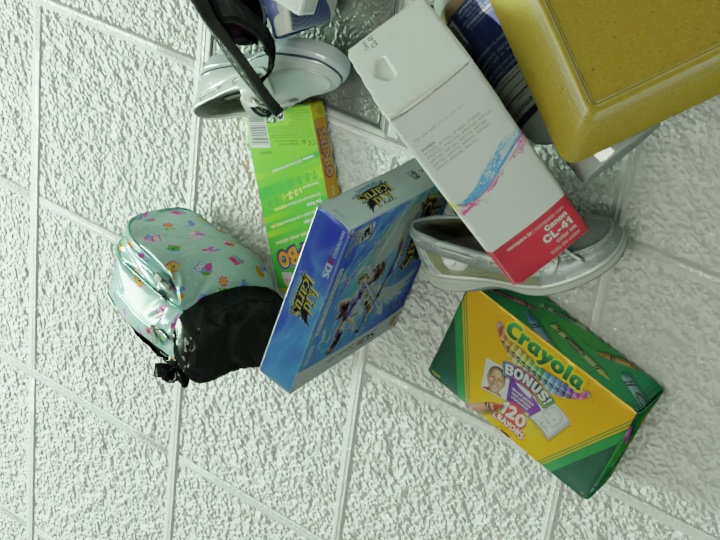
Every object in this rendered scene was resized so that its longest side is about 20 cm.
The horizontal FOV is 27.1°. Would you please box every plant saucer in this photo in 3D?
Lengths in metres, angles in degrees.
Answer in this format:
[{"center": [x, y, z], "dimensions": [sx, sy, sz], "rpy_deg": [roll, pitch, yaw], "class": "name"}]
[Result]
[{"center": [0.210, -0.214, 1.169], "dimensions": [0.198, 0.048, 0.202], "rpy_deg": [-25, 94, 4], "class": "plant saucer"}]

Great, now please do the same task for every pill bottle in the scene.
[{"center": [0.160, -0.178, 1.258], "dimensions": [0.201, 0.111, 0.111], "rpy_deg": [54, 132, 6], "class": "pill bottle"}]

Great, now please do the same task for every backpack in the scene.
[{"center": [-0.181, 0.024, 1.605], "dimensions": [0.200, 0.166, 0.128], "rpy_deg": [37, 118, 36], "class": "backpack"}]

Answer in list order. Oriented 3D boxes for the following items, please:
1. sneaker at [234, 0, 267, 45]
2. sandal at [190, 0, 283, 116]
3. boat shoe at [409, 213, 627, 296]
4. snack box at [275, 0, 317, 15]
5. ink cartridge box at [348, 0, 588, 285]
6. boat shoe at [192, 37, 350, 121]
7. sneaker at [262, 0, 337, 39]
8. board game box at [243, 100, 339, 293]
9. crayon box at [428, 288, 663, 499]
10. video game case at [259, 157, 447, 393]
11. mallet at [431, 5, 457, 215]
[{"center": [-0.172, -0.296, 1.473], "dimensions": [0.201, 0.090, 0.070], "rpy_deg": [57, 134, 18], "class": "sneaker"}, {"center": [-0.122, -0.238, 1.400], "dimensions": [0.048, 0.075, 0.201], "rpy_deg": [-32, 88, 2], "class": "sandal"}, {"center": [0.140, -0.025, 1.347], "dimensions": [0.200, 0.075, 0.065], "rpy_deg": [-1, 136, 32], "class": "boat shoe"}, {"center": [-0.108, -0.311, 1.374], "dimensions": [0.199, 0.024, 0.072], "rpy_deg": [37, 123, 29], "class": "snack box"}, {"center": [0.088, -0.107, 1.241], "dimensions": [0.085, 0.148, 0.200], "rpy_deg": [-35, 124, 5], "class": "ink cartridge box"}, {"center": [-0.089, -0.177, 1.475], "dimensions": [0.073, 0.067, 0.199], "rpy_deg": [35, 157, -35], "class": "boat shoe"}, {"center": [-0.094, -0.321, 1.431], "dimensions": [0.114, 0.080, 0.202], "rpy_deg": [-5, 99, 44], "class": "sneaker"}, {"center": [-0.063, -0.073, 1.539], "dimensions": [0.095, 0.030, 0.202], "rpy_deg": [3, 108, 39], "class": "board game box"}, {"center": [0.171, 0.103, 1.406], "dimensions": [0.199, 0.058, 0.119], "rpy_deg": [38, 129, 20], "class": "crayon box"}, {"center": [0.000, 0.000, 1.417], "dimensions": [0.045, 0.181, 0.201], "rpy_deg": [36, 128, 19], "class": "video game case"}, {"center": [0.085, -0.142, 1.388], "dimensions": [0.066, 0.041, 0.202], "rpy_deg": [-25, 88, 39], "class": "mallet"}]
